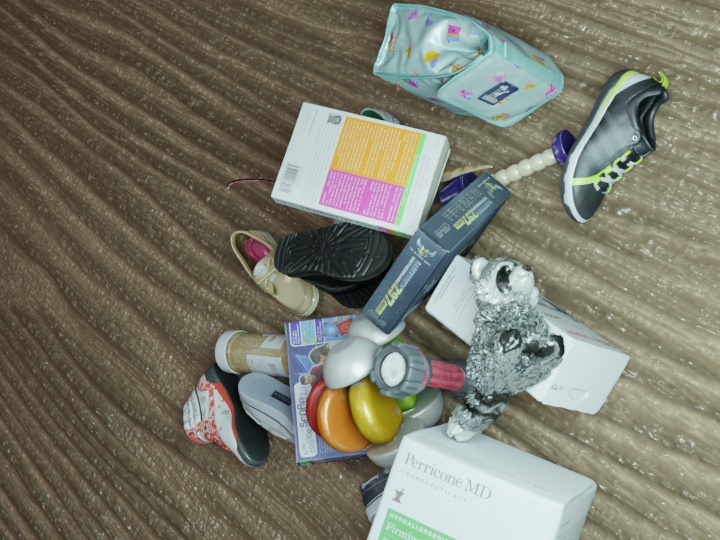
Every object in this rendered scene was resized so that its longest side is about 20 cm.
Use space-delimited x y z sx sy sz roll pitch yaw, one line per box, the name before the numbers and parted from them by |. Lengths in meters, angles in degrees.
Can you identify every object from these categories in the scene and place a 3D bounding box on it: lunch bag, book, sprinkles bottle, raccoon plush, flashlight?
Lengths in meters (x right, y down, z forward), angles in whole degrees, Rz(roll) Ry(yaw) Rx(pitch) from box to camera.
lunch bag | 0.145 -0.266 1.390 0.199 0.170 0.123 18 91 46
book | -0.001 -0.127 1.360 0.199 0.048 0.135 17 81 16
sprinkles bottle | -0.133 0.128 1.623 0.199 0.068 0.069 0 80 42
raccoon plush | 0.132 0.076 1.185 0.200 0.096 0.135 -44 47 23
flashlight | 0.096 0.132 1.324 0.068 0.199 0.068 -29 62 32

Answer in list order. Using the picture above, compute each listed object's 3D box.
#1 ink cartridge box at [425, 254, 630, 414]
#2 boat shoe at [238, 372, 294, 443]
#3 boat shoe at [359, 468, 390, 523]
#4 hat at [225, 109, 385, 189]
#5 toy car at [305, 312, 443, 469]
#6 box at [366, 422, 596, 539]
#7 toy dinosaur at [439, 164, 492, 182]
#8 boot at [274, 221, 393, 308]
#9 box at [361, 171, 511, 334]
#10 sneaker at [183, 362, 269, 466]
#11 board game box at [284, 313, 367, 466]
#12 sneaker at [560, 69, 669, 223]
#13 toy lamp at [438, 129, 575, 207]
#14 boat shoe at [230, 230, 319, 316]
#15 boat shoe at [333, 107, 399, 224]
ink cartridge box | 0.199 0.077 1.281 0.200 0.146 0.086 37 103 40
boat shoe | -0.097 0.220 1.576 0.199 0.073 0.066 31 140 31
boat shoe | 0.070 0.259 1.413 0.200 0.071 0.068 -45 55 34
hat | -0.049 -0.129 1.492 0.175 0.200 0.167 -10 49 24
toy car | 0.005 0.161 1.387 0.149 0.200 0.176 -23 104 28
box | 0.138 0.293 1.220 0.198 0.200 0.173 20 94 22
toy dinosaur | 0.095 -0.128 1.413 0.106 0.060 0.200 -53 17 7
boot | 0.000 -0.002 1.472 0.210 0.157 0.080 4 71 45
box | 0.098 -0.024 1.342 0.051 0.200 0.158 39 128 8
sneaker | -0.214 0.252 1.671 0.108 0.067 0.202 -51 49 23
board game box | -0.032 0.164 1.496 0.134 0.034 0.202 -7 71 3
sneaker | 0.309 -0.148 1.283 0.083 0.071 0.201 26 98 41
toy lamp | 0.190 -0.125 1.397 0.199 0.058 0.059 -22 66 34
boat shoe | -0.140 0.002 1.656 0.200 0.069 0.074 42 108 40
boat shoe | -0.010 -0.141 1.560 0.074 0.086 0.203 27 98 42
